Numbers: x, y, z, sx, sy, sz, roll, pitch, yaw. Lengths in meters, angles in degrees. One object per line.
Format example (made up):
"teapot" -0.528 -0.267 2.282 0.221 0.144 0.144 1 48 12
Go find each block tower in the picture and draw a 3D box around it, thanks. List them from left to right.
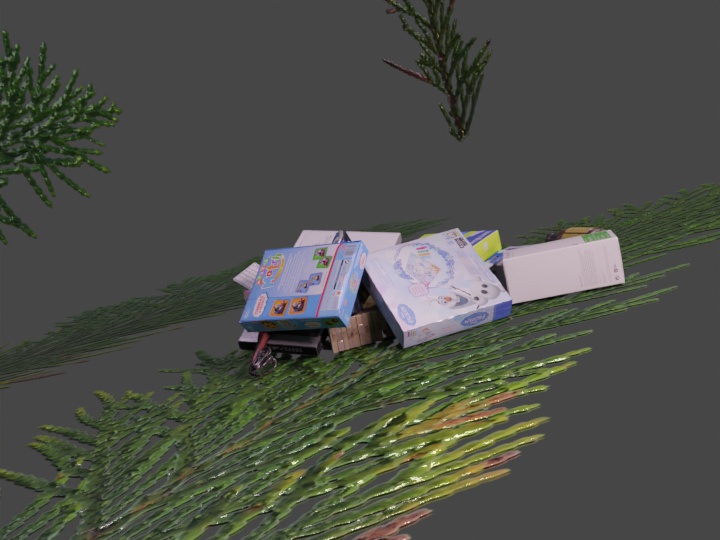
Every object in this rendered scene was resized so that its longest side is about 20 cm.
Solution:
"block tower" 0.039 0.087 1.532 0.196 0.055 0.058 -14 6 -10

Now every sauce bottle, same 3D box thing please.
"sauce bottle" 0.453 -0.060 1.890 0.064 0.066 0.200 -14 8 -14

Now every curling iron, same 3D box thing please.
"curling iron" -0.151 0.105 1.516 0.049 0.026 0.202 -13 35 19

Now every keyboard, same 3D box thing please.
"keyboard" -0.153 0.035 1.627 0.056 0.011 0.198 -34 41 -30

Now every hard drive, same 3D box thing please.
"hard drive" -0.033 -0.030 1.677 0.196 0.027 0.133 2 35 18

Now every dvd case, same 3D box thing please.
"dvd case" -0.114 0.073 1.595 0.147 0.025 0.201 2 38 18

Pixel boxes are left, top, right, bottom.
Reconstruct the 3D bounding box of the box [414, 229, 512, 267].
"box" 0.178 -0.035 1.734 0.197 0.048 0.121 -3 19 38

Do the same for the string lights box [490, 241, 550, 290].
"string lights box" 0.294 -0.004 1.763 0.102 0.060 0.199 -7 9 39

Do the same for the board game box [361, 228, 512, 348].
"board game box" 0.119 0.025 1.496 0.196 0.044 0.201 -14 43 -17

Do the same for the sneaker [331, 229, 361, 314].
"sneaker" -0.044 0.004 1.562 0.076 0.076 0.202 -20 36 18

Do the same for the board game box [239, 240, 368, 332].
"board game box" -0.094 0.027 1.498 0.197 0.037 0.153 -4 53 29

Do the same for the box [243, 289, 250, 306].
"box" -0.136 0.076 1.772 0.173 0.099 0.200 -14 7 -7

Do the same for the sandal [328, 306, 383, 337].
"sandal" -0.030 0.100 1.608 0.199 0.051 0.083 2 26 16

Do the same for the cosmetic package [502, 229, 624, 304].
"cosmetic package" 0.351 -0.006 1.566 0.196 0.086 0.108 -10 8 10

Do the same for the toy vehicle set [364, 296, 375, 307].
"toy vehicle set" 0.025 0.058 1.906 0.197 0.027 0.124 -9 8 28

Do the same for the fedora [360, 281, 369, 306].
"fedora" 0.000 0.000 1.764 0.081 0.203 0.201 31 9 0
